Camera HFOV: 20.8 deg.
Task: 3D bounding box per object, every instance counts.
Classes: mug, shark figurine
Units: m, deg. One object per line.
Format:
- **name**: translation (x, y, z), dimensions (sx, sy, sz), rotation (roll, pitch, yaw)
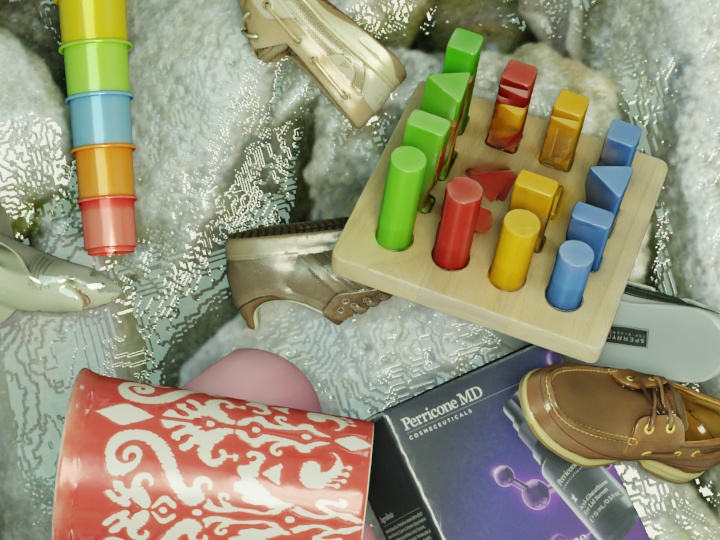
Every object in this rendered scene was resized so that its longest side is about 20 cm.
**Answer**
- **mug**: translation (-0.096, 0.150, 1.323), dimensions (0.199, 0.178, 0.134), rotation (6, 67, 0)
- **shark figurine**: translation (-0.291, -0.037, 1.475), dimensions (0.128, 0.214, 0.090), rotation (-24, 39, 31)

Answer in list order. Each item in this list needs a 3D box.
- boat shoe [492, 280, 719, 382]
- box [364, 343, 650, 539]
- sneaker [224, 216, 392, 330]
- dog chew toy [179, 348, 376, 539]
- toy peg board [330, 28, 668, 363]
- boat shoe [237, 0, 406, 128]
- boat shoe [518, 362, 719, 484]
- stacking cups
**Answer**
- **boat shoe**: translation (0.187, 0.036, 1.431), dimensions (0.198, 0.068, 0.074), rotation (6, 95, 30)
- **box**: translation (0.100, 0.171, 1.384), dimensions (0.147, 0.104, 0.201), rotation (-23, 82, -22)
- **sneaker**: translation (0.000, 0.000, 1.466), dimensions (0.199, 0.070, 0.076), rotation (-4, 102, 9)
- **dog chew toy**: translation (-0.059, 0.157, 1.421), dimensions (0.124, 0.125, 0.200), rotation (-34, 89, 1)
- **toy peg board**: translation (0.108, -0.065, 1.385), dimensions (0.198, 0.098, 0.200), rotation (19, 49, 9)
- **boat shoe**: translation (-0.060, -0.188, 1.480), dimensions (0.200, 0.071, 0.065), rotation (39, 88, 7)
- **boat shoe**: translation (0.190, 0.096, 1.349), dimensions (0.067, 0.200, 0.072), rotation (-32, 56, 38)
- **stacking cups**: translation (-0.202, -0.112, 1.494), dimensions (0.060, 0.061, 0.201), rotation (-3, 85, 6)
